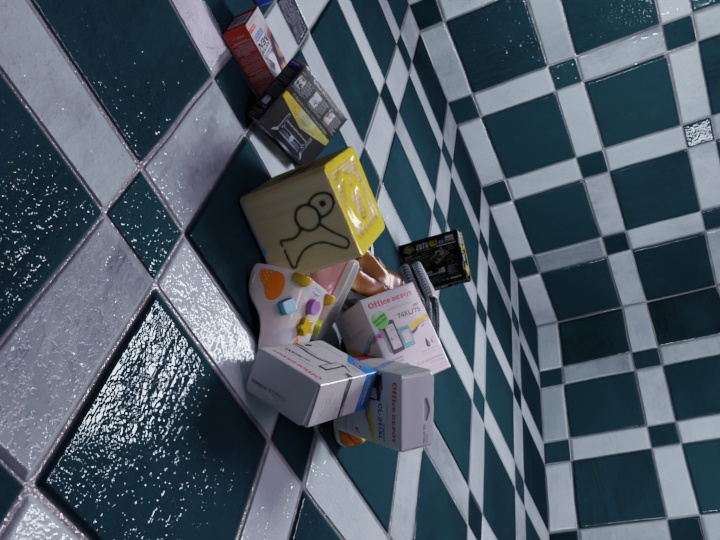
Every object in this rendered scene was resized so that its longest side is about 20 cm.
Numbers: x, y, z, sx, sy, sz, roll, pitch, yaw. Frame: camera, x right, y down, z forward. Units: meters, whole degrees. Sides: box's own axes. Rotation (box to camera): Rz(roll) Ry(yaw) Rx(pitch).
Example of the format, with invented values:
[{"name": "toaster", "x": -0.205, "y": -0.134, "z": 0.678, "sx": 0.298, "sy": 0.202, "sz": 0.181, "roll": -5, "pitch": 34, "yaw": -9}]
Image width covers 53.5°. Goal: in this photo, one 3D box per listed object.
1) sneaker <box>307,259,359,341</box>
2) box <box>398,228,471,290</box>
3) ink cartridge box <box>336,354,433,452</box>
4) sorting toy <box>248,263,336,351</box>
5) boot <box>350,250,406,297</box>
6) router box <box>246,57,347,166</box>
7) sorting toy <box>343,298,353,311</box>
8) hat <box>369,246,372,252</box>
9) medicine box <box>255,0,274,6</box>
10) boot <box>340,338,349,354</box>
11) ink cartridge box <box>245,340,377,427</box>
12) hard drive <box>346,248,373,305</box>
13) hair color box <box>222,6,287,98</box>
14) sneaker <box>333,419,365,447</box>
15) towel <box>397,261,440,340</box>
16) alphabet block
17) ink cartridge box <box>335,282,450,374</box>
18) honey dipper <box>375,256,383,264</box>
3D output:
[{"name": "sneaker", "x": -0.089, "y": 0.050, "z": 1.546, "sx": 0.075, "sy": 0.104, "sz": 0.201, "roll": 77, "pitch": 37, "yaw": -67}, {"name": "box", "x": 0.225, "y": -0.022, "z": 2.177, "sx": 0.049, "sy": 0.199, "sz": 0.161, "roll": 22, "pitch": 55, "yaw": -61}, {"name": "ink cartridge box", "x": 0.043, "y": 0.252, "z": 1.387, "sx": 0.082, "sy": 0.199, "sz": 0.147, "roll": -3, "pitch": 94, "yaw": -39}, {"name": "sorting toy", "x": -0.135, "y": 0.109, "z": 1.376, "sx": 0.200, "sy": 0.106, "sz": 0.181, "roll": 41, "pitch": 58, "yaw": -55}, {"name": "boot", "x": 0.024, "y": 0.068, "z": 1.651, "sx": 0.200, "sy": 0.068, "sz": 0.189, "roll": 36, "pitch": 78, "yaw": -49}, {"name": "router box", "x": -0.135, "y": -0.338, "z": 1.572, "sx": 0.052, "sy": 0.158, "sz": 0.200, "roll": 37, "pitch": -5, "yaw": 37}, {"name": "sorting toy", "x": -0.023, "y": 0.020, "z": 1.757, "sx": 0.186, "sy": 0.036, "sz": 0.200, "roll": -84, "pitch": 150, "yaw": -44}, {"name": "hat", "x": -0.063, "y": -0.091, "z": 1.656, "sx": 0.081, "sy": 0.200, "sz": 0.202, "roll": 11, "pitch": -56, "yaw": 65}, {"name": "medicine box", "x": -0.230, "y": -0.764, "z": 1.687, "sx": 0.201, "sy": 0.102, "sz": 0.183, "roll": 58, "pitch": 27, "yaw": -35}, {"name": "boot", "x": 0.056, "y": 0.206, "z": 1.634, "sx": 0.066, "sy": 0.199, "sz": 0.166, "roll": 135, "pitch": -39, "yaw": -63}, {"name": "ink cartridge box", "x": -0.084, "y": 0.197, "z": 1.287, "sx": 0.200, "sy": 0.145, "sz": 0.085, "roll": 2, "pitch": 111, "yaw": -61}, {"name": "hard drive", "x": 0.000, "y": 0.000, "z": 1.755, "sx": 0.132, "sy": 0.027, "sz": 0.201, "roll": 35, "pitch": 42, "yaw": -53}, {"name": "hair color box", "x": -0.214, "y": -0.460, "z": 1.575, "sx": 0.111, "sy": 0.064, "sz": 0.201, "roll": -79, "pitch": 148, "yaw": -49}, {"name": "sneaker", "x": -0.029, "y": 0.271, "z": 1.522, "sx": 0.073, "sy": 0.077, "sz": 0.201, "roll": -10, "pitch": 84, "yaw": -67}, {"name": "towel", "x": 0.155, "y": 0.102, "z": 1.986, "sx": 0.166, "sy": 0.085, "sz": 0.201, "roll": -113, "pitch": -166, "yaw": -52}, {"name": "alphabet block", "x": -0.092, "y": -0.115, "z": 1.449, "sx": 0.196, "sy": 0.199, "sz": 0.197, "roll": 67, "pitch": 23, "yaw": -16}, {"name": "ink cartridge box", "x": 0.065, "y": 0.156, "z": 1.540, "sx": 0.146, "sy": 0.146, "sz": 0.201, "roll": -18, "pitch": 78, "yaw": -29}, {"name": "honey dipper", "x": 0.075, "y": 0.027, "z": 1.999, "sx": 0.200, "sy": 0.038, "sz": 0.038, "roll": 51, "pitch": 31, "yaw": -50}]
